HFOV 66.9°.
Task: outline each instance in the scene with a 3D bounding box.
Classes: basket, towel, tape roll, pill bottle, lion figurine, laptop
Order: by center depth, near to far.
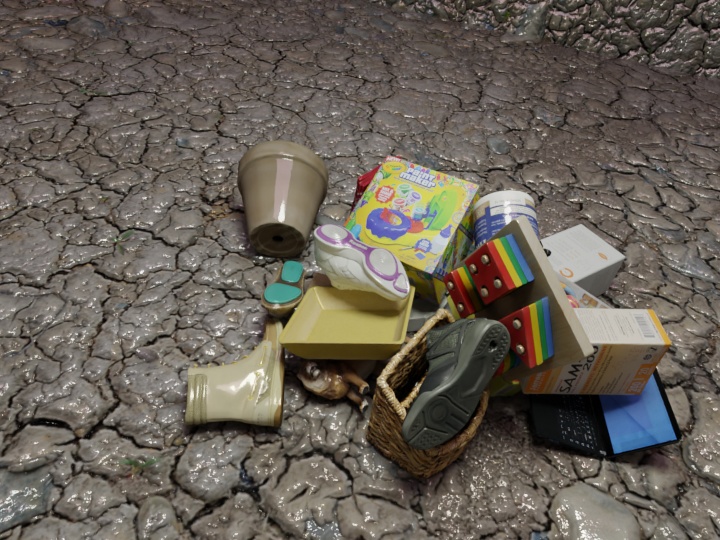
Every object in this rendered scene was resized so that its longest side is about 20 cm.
[{"bbox_3d":[0.119,0.189,0.823,0.141,0.152,0.199,31,44,24],"label":"basket"},{"bbox_3d":[0.384,0.197,0.892,0.195,0.105,0.180,20,39,-8],"label":"laptop"},{"bbox_3d":[0.001,0.150,0.894,0.197,0.074,0.121,-29,40,-31],"label":"lion figurine"},{"bbox_3d":[0.250,-0.021,0.921,0.107,0.111,0.206,3,68,-6],"label":"pill bottle"},{"bbox_3d":[0.079,0.035,1.077,0.196,0.038,0.206,5,40,-4],"label":"tape roll"},{"bbox_3d":[0.018,-0.132,1.129,0.022,0.203,0.144,36,46,17],"label":"towel"}]

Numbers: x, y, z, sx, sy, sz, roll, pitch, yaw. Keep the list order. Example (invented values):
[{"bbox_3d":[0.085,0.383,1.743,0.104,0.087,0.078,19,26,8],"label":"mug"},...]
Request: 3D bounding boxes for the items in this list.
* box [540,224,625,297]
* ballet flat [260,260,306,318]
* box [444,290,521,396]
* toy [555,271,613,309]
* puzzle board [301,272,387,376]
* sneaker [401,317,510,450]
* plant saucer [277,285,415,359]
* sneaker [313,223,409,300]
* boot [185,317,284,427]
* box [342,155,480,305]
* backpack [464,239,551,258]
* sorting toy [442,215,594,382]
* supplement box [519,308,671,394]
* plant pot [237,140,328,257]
[{"bbox_3d":[0.426,0.000,1.132,0.196,0.099,0.125,-18,47,-29],"label":"box"},{"bbox_3d":[-0.134,0.047,0.973,0.068,0.067,0.201,14,21,2],"label":"ballet flat"},{"bbox_3d":[0.217,0.115,0.949,0.074,0.050,0.204,10,51,-36],"label":"box"},{"bbox_3d":[0.359,0.079,0.964,0.197,0.117,0.047,30,7,-14],"label":"toy"},{"bbox_3d":[-0.021,0.094,0.977,0.195,0.018,0.153,16,58,14],"label":"puzzle board"},{"bbox_3d":[0.116,0.149,0.758,0.076,0.114,0.202,38,81,-18],"label":"sneaker"},{"bbox_3d":[-0.013,0.087,0.891,0.194,0.050,0.201,-1,23,12],"label":"plant saucer"},{"bbox_3d":[0.000,0.000,0.940,0.198,0.101,0.074,34,43,22],"label":"sneaker"},{"bbox_3d":[-0.196,0.156,0.867,0.150,0.074,0.203,1,44,-7],"label":"boot"},{"bbox_3d":[0.098,-0.078,1.020,0.196,0.123,0.195,22,69,26],"label":"box"},{"bbox_3d":[0.263,-0.007,1.072,0.124,0.170,0.200,-22,42,-24],"label":"backpack"},{"bbox_3d":[0.206,0.059,0.789,0.068,0.200,0.203,-19,77,-22],"label":"sorting toy"},{"bbox_3d":[0.354,0.128,0.851,0.193,0.128,0.075,1,42,-1],"label":"supplement box"},{"bbox_3d":[-0.166,-0.133,1.128,0.194,0.202,0.178,4,56,-5],"label":"plant pot"}]
